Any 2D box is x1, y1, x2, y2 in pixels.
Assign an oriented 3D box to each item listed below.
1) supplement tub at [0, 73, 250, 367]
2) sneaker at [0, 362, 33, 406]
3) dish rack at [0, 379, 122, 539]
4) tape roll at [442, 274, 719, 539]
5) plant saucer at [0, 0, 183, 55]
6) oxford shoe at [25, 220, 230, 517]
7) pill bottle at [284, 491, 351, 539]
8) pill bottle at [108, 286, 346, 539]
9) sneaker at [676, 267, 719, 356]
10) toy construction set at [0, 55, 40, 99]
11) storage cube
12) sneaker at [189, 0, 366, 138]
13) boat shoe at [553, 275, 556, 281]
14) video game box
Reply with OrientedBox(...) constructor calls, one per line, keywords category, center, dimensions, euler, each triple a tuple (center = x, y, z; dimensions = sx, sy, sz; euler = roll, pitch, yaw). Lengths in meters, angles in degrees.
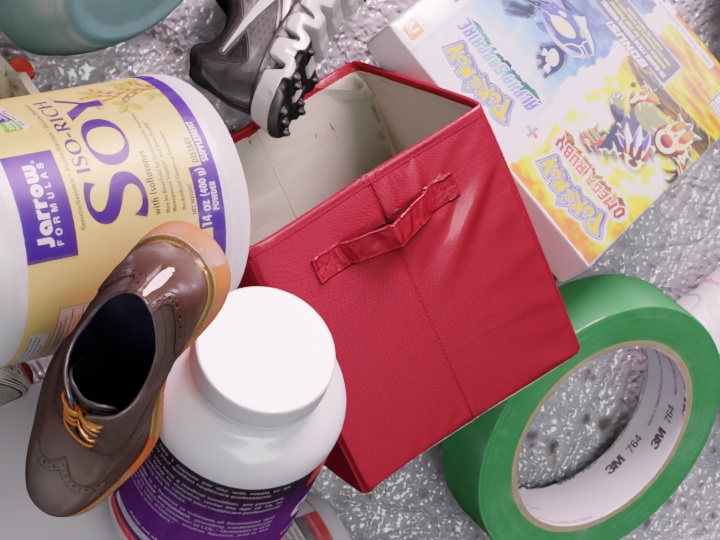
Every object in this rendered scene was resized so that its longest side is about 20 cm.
OrientedBox(category="supplement tub", center=(-0.177, -0.025, 1.219), dimensions=(0.199, 0.145, 0.146), euler=(-13, 104, -33))
OrientedBox(category="sneaker", center=(-0.280, 0.103, 1.294), dimensions=(0.199, 0.082, 0.078), euler=(-25, 153, 4))
OrientedBox(category="dish rack", center=(-0.175, 0.150, 1.336), dimensions=(0.171, 0.044, 0.201), euler=(-15, 65, -20))
OrientedBox(category="tape roll", center=(0.150, 0.100, 1.490), dimensions=(0.200, 0.048, 0.201), euler=(-18, 127, -26))
OrientedBox(category="plant saucer", center=(-0.130, -0.203, 1.290), dimensions=(0.200, 0.036, 0.200), euler=(-42, 155, -25))
OrientedBox(category="oxford shoe", center=(-0.138, 0.062, 1.145), dimensions=(0.071, 0.073, 0.200), euler=(34, 124, 8))
OrientedBox(category="pill bottle", center=(-0.102, 0.224, 1.403), dimensions=(0.199, 0.114, 0.114), euler=(-18, 106, -20))
OrientedBox(category="pill bottle", center=(-0.074, 0.092, 1.251), dimensions=(0.112, 0.200, 0.113), euler=(8, 58, -13))
OrientedBox(category="sneaker", center=(0.303, 0.074, 1.578), dimensions=(0.099, 0.078, 0.200), euler=(-43, 114, -15))
OrientedBox(category="toy construction set", center=(-0.247, -0.034, 1.316), dimensions=(0.131, 0.092, 0.200), euler=(39, 74, 1))
OrientedBox(category="storage cube", center=(0.000, 0.000, 1.367), dimensions=(0.171, 0.200, 0.180), euler=(-32, 116, -16))
OrientedBox(category="sneaker", center=(-0.044, -0.180, 1.382), dimensions=(0.090, 0.067, 0.200), euler=(22, 66, 13))
OrientedBox(category="boat shoe", center=(0.115, -0.027, 1.477), dimensions=(0.060, 0.072, 0.202), euler=(4, 95, -20))
OrientedBox(category="video game box", center=(0.130, -0.125, 1.430), dimensions=(0.182, 0.047, 0.200), euler=(-42, 94, -25))
